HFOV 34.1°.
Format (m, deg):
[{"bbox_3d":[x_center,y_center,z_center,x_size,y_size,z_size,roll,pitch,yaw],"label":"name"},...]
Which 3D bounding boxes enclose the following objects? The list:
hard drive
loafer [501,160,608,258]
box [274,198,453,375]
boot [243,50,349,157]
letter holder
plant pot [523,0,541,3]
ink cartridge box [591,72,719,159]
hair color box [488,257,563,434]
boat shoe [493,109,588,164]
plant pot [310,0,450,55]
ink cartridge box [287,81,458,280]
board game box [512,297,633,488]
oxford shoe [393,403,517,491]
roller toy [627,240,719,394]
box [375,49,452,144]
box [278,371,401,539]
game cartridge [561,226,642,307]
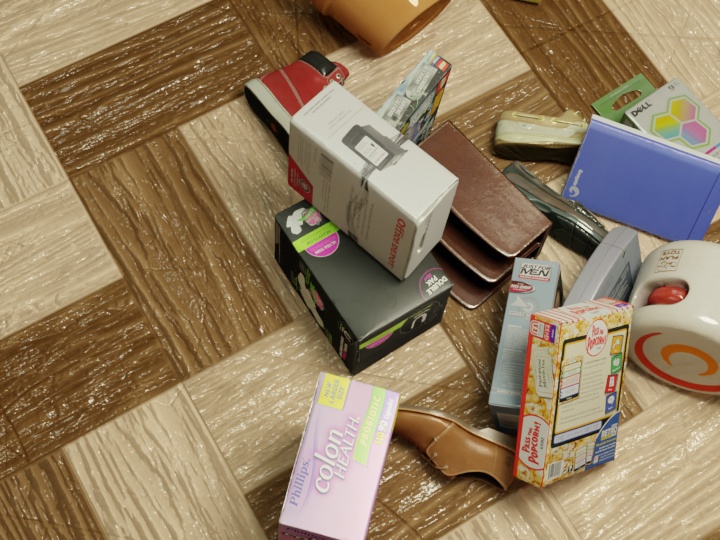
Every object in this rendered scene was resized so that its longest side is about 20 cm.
[{"bbox_3d":[0.383,-0.117,1.579,0.198,0.133,0.025,21,38,6],"label":"hard drive"},{"bbox_3d":[0.272,-0.084,1.586,0.199,0.072,0.063,32,69,13],"label":"loafer"},{"bbox_3d":[0.000,0.000,1.502,0.148,0.125,0.201,-29,71,-16],"label":"box"},{"bbox_3d":[-0.052,-0.217,1.629,0.143,0.073,0.201,-29,67,-17],"label":"boot"},{"bbox_3d":[0.129,-0.069,1.556,0.142,0.101,0.200,-38,73,-16],"label":"letter holder"},{"bbox_3d":[0.241,-0.517,1.724,0.175,0.200,0.201,32,67,-2],"label":"plant pot"},{"bbox_3d":[0.432,-0.201,1.656,0.103,0.059,0.201,-33,72,-17],"label":"ink cartridge box"},{"bbox_3d":[0.211,0.097,1.480,0.060,0.099,0.202,6,64,16],"label":"hair color box"},{"bbox_3d":[0.285,-0.190,1.634,0.198,0.074,0.067,5,71,-1],"label":"boat shoe"},{"bbox_3d":[0.039,-0.402,1.662,0.200,0.200,0.140,-39,89,-18],"label":"plant pot"},{"bbox_3d":[0.011,-0.105,1.403,0.200,0.146,0.083,40,65,14],"label":"ink cartridge box"},{"bbox_3d":[0.255,0.142,1.398,0.151,0.202,0.046,-8,18,-43],"label":"board game box"},{"bbox_3d":[0.100,0.215,1.443,0.198,0.071,0.072,19,71,4],"label":"oxford shoe"},{"bbox_3d":[0.428,0.054,1.470,0.181,0.201,0.141,20,65,12],"label":"roller toy"},{"bbox_3d":[0.053,-0.183,1.546,0.040,0.200,0.137,35,69,8],"label":"box"},{"bbox_3d":[-0.026,0.241,1.350,0.096,0.200,0.177,14,65,3],"label":"box"},{"bbox_3d":[0.301,0.047,1.495,0.041,0.134,0.201,18,62,34],"label":"game cartridge"}]
